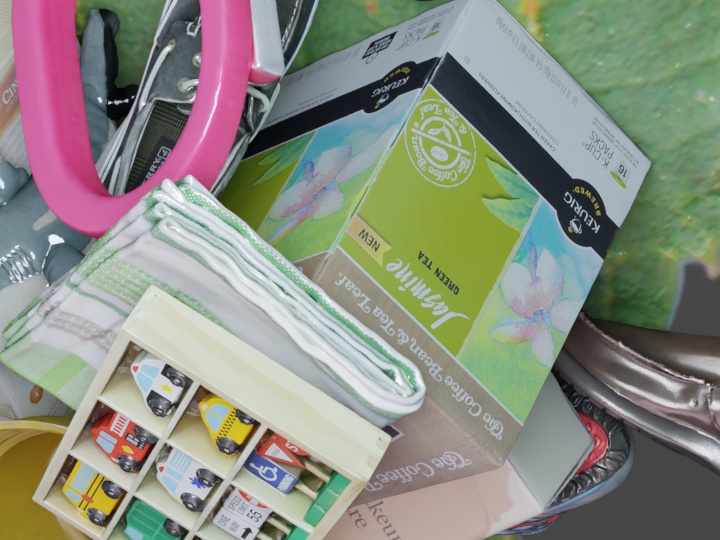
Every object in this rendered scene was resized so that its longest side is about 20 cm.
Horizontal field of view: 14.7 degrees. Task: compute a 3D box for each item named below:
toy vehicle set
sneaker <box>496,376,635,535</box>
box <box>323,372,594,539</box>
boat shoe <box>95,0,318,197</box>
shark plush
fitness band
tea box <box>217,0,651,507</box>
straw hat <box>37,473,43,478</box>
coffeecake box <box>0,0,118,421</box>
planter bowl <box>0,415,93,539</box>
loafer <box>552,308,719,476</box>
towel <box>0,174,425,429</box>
[{"bbox_3d":[-0.072,0.091,1.272,0.124,0.027,0.200,32,148,-1],"label":"toy vehicle set"},{"bbox_3d":[0.087,0.105,1.552,0.095,0.080,0.199,12,163,-40],"label":"sneaker"},{"bbox_3d":[0.012,0.105,1.462,0.200,0.078,0.095,-29,100,35],"label":"box"},{"bbox_3d":[-0.067,-0.084,1.314,0.072,0.071,0.201,17,112,-21],"label":"boat shoe"},{"bbox_3d":[-0.156,-0.042,1.392,0.083,0.201,0.091,23,171,-13],"label":"shark plush"},{"bbox_3d":[-0.102,-0.109,1.280,0.143,0.201,0.037,-29,147,34],"label":"fitness band"},{"bbox_3d":[0.000,0.000,1.345,0.134,0.197,0.200,43,144,-22],"label":"tea box"},{"bbox_3d":[-0.188,0.141,1.591,0.200,0.086,0.201,18,-178,-1],"label":"straw hat"},{"bbox_3d":[-0.192,-0.030,1.482,0.073,0.154,0.200,11,143,28],"label":"coffeecake box"},{"bbox_3d":[-0.131,0.140,1.450,0.199,0.084,0.201,12,125,17],"label":"planter bowl"},{"bbox_3d":[0.181,0.063,1.433,0.199,0.071,0.073,31,-177,12],"label":"loafer"},{"bbox_3d":[-0.073,0.046,1.256,0.149,0.031,0.200,40,145,-9],"label":"towel"}]
